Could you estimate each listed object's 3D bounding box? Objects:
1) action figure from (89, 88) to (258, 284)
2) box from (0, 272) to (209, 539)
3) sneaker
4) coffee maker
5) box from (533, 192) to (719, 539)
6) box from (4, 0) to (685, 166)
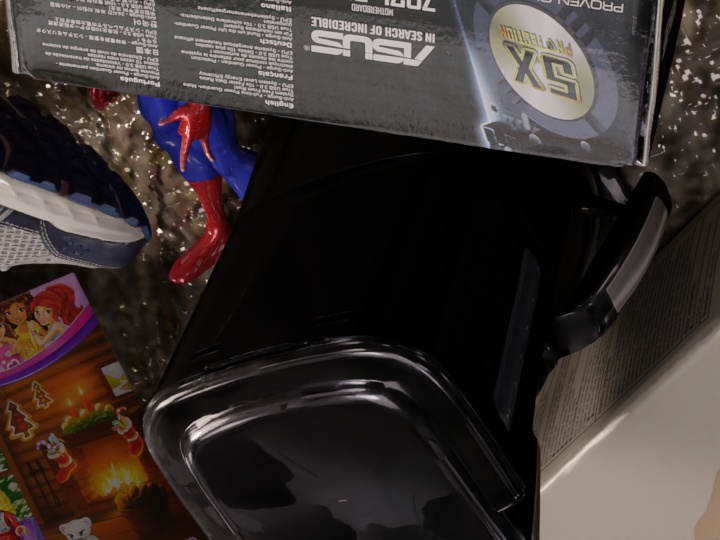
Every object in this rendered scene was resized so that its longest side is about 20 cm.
[{"bbox_3d":[-0.069,-0.072,0.899,0.065,0.052,0.201,28,142,42],"label":"action figure"},{"bbox_3d":[-0.165,0.100,0.884,0.137,0.199,0.039,59,160,20],"label":"box"},{"bbox_3d":[-0.174,-0.025,0.890,0.199,0.077,0.086,14,115,-28],"label":"sneaker"},{"bbox_3d":[0.000,0.000,0.844,0.192,0.201,0.135,37,129,-16],"label":"coffee maker"},{"bbox_3d":[0.113,0.065,0.938,0.077,0.095,0.200,32,133,-11],"label":"box"},{"bbox_3d":[0.007,-0.126,0.759,0.198,0.164,0.087,9,131,9],"label":"box"}]
